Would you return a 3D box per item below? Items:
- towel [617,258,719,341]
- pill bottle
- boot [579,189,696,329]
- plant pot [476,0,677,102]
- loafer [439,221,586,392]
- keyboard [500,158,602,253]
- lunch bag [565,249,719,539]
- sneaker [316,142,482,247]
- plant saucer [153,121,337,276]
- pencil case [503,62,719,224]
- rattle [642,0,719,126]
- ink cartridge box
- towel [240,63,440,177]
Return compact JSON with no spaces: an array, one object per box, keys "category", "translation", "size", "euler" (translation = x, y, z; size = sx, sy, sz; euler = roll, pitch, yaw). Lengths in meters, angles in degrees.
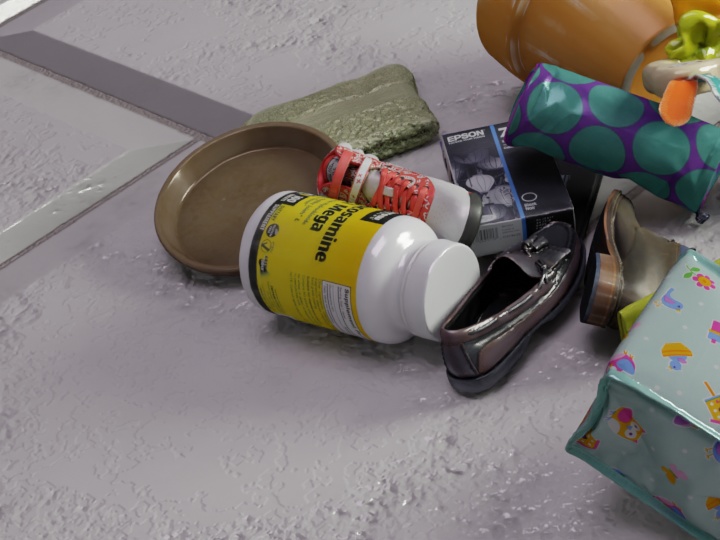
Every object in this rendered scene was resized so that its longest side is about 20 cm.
[{"category":"towel","translation":[0.294,0.022,1.395],"size":[0.199,0.086,0.018],"euler":[-26,34,-14]},{"category":"pill bottle","translation":[0.000,0.000,1.521],"size":[0.199,0.113,0.112],"euler":[13,43,35]},{"category":"boot","translation":[0.244,-0.001,1.489],"size":[0.096,0.075,0.200],"euler":[15,32,3]},{"category":"plant pot","translation":[0.246,-0.242,1.719],"size":[0.199,0.201,0.183],"euler":[-28,51,-18]},{"category":"loafer","translation":[0.130,0.017,1.477],"size":[0.072,0.063,0.200],"euler":[4,42,39]},{"category":"keyboard","translation":[0.163,-0.075,1.648],"size":[0.126,0.021,0.200],"euler":[4,37,18]},{"category":"lunch bag","translation":[0.276,0.105,1.250],"size":[0.199,0.122,0.170],"euler":[31,46,14]},{"category":"sneaker","translation":[0.027,-0.065,1.577],"size":[0.107,0.068,0.201],"euler":[19,5,-24]},{"category":"plant saucer","translation":[-0.105,-0.067,1.704],"size":[0.199,0.030,0.201],"euler":[-9,47,10]},{"category":"pencil case","translation":[0.232,-0.118,1.568],"size":[0.199,0.093,0.086],"euler":[21,65,5]},{"category":"rattle","translation":[0.299,-0.212,1.524],"size":[0.129,0.144,0.200],"euler":[14,18,27]},{"category":"ink cartridge box","translation":[0.133,-0.091,1.628],"size":[0.099,0.039,0.201],"euler":[-12,36,-1]},{"category":"towel","translation":[-0.025,-0.149,1.814],"size":[0.199,0.037,0.149],"euler":[-18,35,-4]}]
